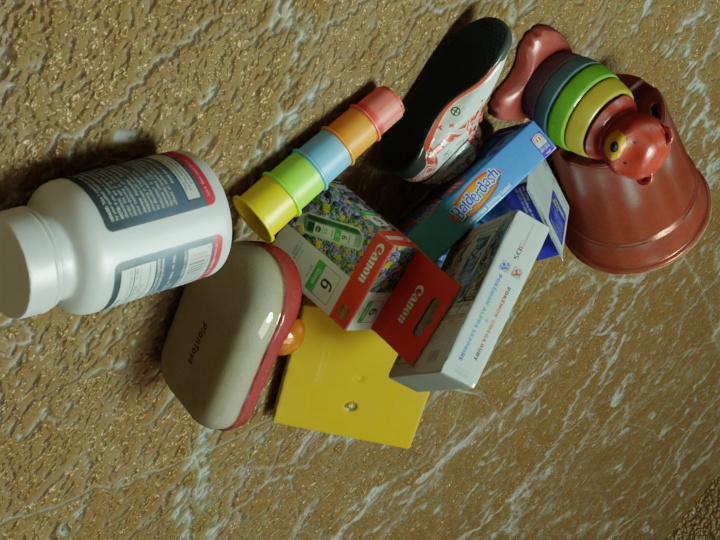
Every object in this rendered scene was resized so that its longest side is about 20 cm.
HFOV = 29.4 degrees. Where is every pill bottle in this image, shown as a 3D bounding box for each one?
[{"bbox_3d":[-0.223,-0.028,1.189,0.200,0.120,0.120,-19,139,-40],"label":"pill bottle"}]

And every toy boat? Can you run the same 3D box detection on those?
[{"bbox_3d":[-0.112,0.064,1.417,0.130,0.131,0.200,-4,129,-43],"label":"toy boat"}]

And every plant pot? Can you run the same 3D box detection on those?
[{"bbox_3d":[0.328,-0.131,1.732,0.201,0.201,0.195,-43,141,-9],"label":"plant pot"}]

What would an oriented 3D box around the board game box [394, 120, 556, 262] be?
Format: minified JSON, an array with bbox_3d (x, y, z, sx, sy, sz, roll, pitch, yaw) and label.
[{"bbox_3d":[0.117,-0.084,1.552,0.200,0.045,0.152,-44,-172,-5],"label":"board game box"}]

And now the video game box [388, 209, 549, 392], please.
[{"bbox_3d":[0.109,0.037,1.429,0.183,0.047,0.200,-65,-170,-11],"label":"video game box"}]

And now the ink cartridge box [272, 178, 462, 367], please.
[{"bbox_3d":[0.000,0.000,1.427,0.050,0.200,0.109,4,122,-54],"label":"ink cartridge box"}]

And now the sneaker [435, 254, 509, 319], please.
[{"bbox_3d":[0.076,0.020,1.618,0.199,0.077,0.085,-3,115,4],"label":"sneaker"}]

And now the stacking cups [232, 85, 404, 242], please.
[{"bbox_3d":[-0.038,-0.116,1.391,0.200,0.060,0.061,-43,149,-13],"label":"stacking cups"}]

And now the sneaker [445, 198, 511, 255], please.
[{"bbox_3d":[0.122,-0.024,1.678,0.111,0.077,0.200,-25,150,-50],"label":"sneaker"}]

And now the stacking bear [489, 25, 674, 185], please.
[{"bbox_3d":[0.267,-0.177,1.571,0.114,0.200,0.122,-4,128,-50],"label":"stacking bear"}]

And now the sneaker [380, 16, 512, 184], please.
[{"bbox_3d":[0.110,-0.181,1.500,0.202,0.067,0.108,-54,152,14],"label":"sneaker"}]

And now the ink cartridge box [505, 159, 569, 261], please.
[{"bbox_3d":[0.207,-0.078,1.619,0.039,0.100,0.200,-24,-167,17],"label":"ink cartridge box"}]

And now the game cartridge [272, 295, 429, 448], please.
[{"bbox_3d":[-0.001,0.118,1.625,0.176,0.032,0.200,12,125,-7],"label":"game cartridge"}]
